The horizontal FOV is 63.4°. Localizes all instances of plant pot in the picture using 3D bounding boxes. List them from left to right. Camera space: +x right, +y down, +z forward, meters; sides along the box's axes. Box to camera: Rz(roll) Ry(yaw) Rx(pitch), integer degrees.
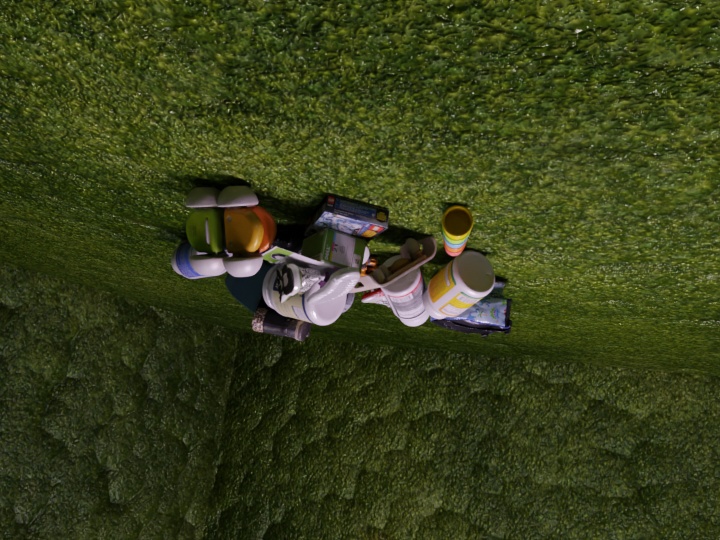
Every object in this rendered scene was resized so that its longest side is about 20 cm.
[{"bbox_3d":[-0.305,0.039,1.738,0.197,0.144,0.140,24,-179,36],"label":"plant pot"}]

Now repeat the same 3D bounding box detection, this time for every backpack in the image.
[{"bbox_3d":[0.293,0.094,1.587,0.194,0.152,0.183,8,169,-12],"label":"backpack"}]

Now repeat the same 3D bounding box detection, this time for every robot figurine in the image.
[{"bbox_3d":[0.000,0.000,1.590,0.141,0.060,0.200,9,168,-4],"label":"robot figurine"}]

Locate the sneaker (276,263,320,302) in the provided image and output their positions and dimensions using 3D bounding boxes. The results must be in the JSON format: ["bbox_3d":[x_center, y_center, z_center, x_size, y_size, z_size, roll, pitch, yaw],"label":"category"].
[{"bbox_3d":[-0.135,0.028,1.287,0.086,0.079,0.199,-4,177,-17],"label":"sneaker"}]

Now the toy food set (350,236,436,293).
[{"bbox_3d":[0.061,-0.016,1.297,0.197,0.062,0.143,-29,-174,-29],"label":"toy food set"}]

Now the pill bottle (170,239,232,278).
[{"bbox_3d":[-0.448,-0.036,1.618,0.110,0.115,0.197,20,164,-40],"label":"pill bottle"}]

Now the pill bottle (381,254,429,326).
[{"bbox_3d":[0.122,0.058,1.534,0.111,0.117,0.201,4,151,21],"label":"pill bottle"}]

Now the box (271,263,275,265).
[{"bbox_3d":[-0.158,-0.038,1.577,0.194,0.042,0.156,9,168,5],"label":"box"}]

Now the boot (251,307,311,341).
[{"bbox_3d":[-0.213,0.144,1.632,0.146,0.075,0.200,10,-172,3],"label":"boot"}]

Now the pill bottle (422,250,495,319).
[{"bbox_3d":[0.229,0.043,1.405,0.110,0.116,0.200,12,151,-16],"label":"pill bottle"}]

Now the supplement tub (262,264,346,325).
[{"bbox_3d":[-0.149,0.056,1.524,0.196,0.149,0.144,8,170,40],"label":"supplement tub"}]

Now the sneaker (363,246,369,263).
[{"bbox_3d":[-0.077,-0.047,1.451,0.194,0.077,0.089,-7,-154,-6],"label":"sneaker"}]

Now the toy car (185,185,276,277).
[{"bbox_3d":[-0.264,-0.085,1.210,0.195,0.181,0.149,2,-169,25],"label":"toy car"}]

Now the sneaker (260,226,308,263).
[{"bbox_3d":[-0.196,-0.070,1.401,0.087,0.077,0.197,34,148,-33],"label":"sneaker"}]

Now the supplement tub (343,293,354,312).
[{"bbox_3d":[-0.115,0.060,1.723,0.120,0.126,0.198,0,173,34],"label":"supplement tub"}]

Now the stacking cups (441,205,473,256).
[{"bbox_3d":[0.195,-0.074,1.173,0.059,0.062,0.200,6,170,11],"label":"stacking cups"}]

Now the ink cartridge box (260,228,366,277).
[{"bbox_3d":[-0.106,-0.045,1.264,0.196,0.078,0.147,17,166,-23],"label":"ink cartridge box"}]

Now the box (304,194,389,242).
[{"bbox_3d":[-0.034,-0.099,1.237,0.133,0.041,0.200,14,166,-15],"label":"box"}]

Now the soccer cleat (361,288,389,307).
[{"bbox_3d":[0.086,0.076,1.648,0.197,0.088,0.068,-15,178,-41],"label":"soccer cleat"}]

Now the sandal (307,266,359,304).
[{"bbox_3d":[-0.056,0.024,1.242,0.081,0.051,0.202,-3,162,-30],"label":"sandal"}]
